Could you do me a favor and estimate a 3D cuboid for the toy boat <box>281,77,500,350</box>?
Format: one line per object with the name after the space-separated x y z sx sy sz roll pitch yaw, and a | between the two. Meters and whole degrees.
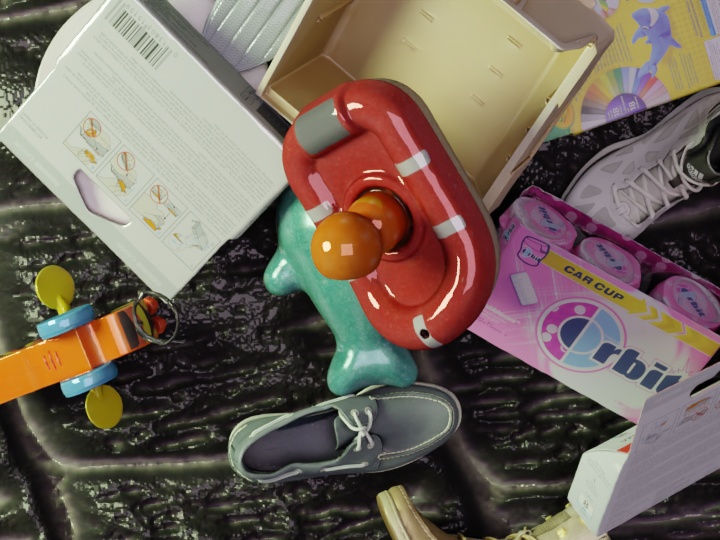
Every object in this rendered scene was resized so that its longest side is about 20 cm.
0.010 -0.030 1.202 0.130 0.131 0.201 -26 99 39 | toy boat

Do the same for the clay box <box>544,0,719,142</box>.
0.220 -0.188 1.359 0.198 0.048 0.116 -19 94 1 | clay box

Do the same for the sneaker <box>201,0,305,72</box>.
-0.048 -0.238 1.318 0.073 0.071 0.200 44 97 -11 | sneaker

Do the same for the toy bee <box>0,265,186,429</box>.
-0.207 0.063 1.346 0.198 0.109 0.133 3 104 22 | toy bee

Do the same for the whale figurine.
0.000 0.000 1.335 0.157 0.104 0.203 -5 92 -2 | whale figurine

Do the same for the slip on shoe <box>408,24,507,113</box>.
0.059 -0.200 1.328 0.200 0.061 0.074 46 117 8 | slip on shoe

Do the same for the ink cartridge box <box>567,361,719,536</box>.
0.251 0.111 1.295 0.159 0.201 0.047 -24 57 -21 | ink cartridge box

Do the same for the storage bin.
0.056 -0.158 1.249 0.198 0.094 0.201 40 129 9 | storage bin

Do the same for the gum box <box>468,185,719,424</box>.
0.182 0.028 1.341 0.198 0.066 0.114 28 126 -4 | gum box

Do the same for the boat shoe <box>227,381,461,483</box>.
-0.012 0.139 1.368 0.197 0.062 0.074 -9 95 -2 | boat shoe

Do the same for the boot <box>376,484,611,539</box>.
0.121 0.227 1.374 0.155 0.073 0.201 -37 97 1 | boot

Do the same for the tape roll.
-0.166 -0.132 1.354 0.200 0.037 0.206 0 95 -2 | tape roll

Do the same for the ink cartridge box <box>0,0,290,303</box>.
-0.163 -0.101 1.318 0.200 0.044 0.173 45 116 -5 | ink cartridge box

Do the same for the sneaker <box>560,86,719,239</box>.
0.240 -0.079 1.335 0.200 0.115 0.076 -39 95 1 | sneaker
